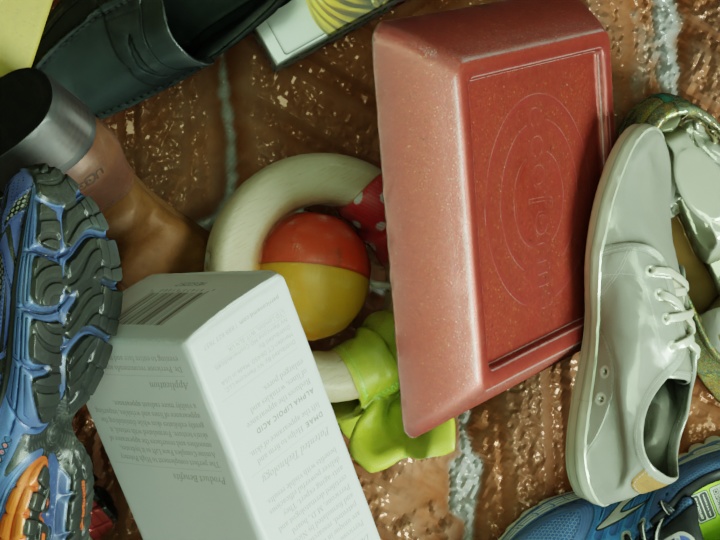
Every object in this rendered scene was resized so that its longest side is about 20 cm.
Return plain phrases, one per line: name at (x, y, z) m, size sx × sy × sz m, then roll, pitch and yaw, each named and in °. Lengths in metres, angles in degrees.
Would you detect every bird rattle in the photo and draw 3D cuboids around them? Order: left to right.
bird rattle at (0.000, 0.000, 0.938) m, size 0.162 × 0.113 × 0.202 m, roll 9°, pitch 92°, yaw -23°

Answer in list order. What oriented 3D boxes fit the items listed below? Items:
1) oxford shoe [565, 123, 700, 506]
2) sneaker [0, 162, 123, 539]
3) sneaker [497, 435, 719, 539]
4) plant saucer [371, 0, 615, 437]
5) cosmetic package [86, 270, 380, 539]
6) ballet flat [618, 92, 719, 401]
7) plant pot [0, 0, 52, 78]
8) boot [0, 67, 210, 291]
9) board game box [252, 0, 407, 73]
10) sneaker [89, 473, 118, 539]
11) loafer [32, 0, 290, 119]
oxford shoe at (0.150, 0.023, 0.938) m, size 0.057 × 0.075 × 0.202 m, roll 1°, pitch 80°, yaw 35°
sneaker at (-0.162, 0.050, 0.808) m, size 0.078 × 0.075 × 0.202 m, roll 12°, pitch 97°, yaw 20°
sneaker at (0.152, 0.148, 0.977) m, size 0.199 × 0.089 × 0.079 m, roll -28°, pitch 91°, yaw -6°
plant saucer at (0.081, -0.035, 0.915) m, size 0.036 × 0.200 × 0.201 m, roll 3°, pitch 103°, yaw 34°
cosmetic package at (-0.058, 0.105, 0.874) m, size 0.074 × 0.101 × 0.201 m, roll -36°, pitch 114°, yaw -39°
ballet flat at (0.199, -0.004, 0.997) m, size 0.070 × 0.071 × 0.201 m, roll -23°, pitch 92°, yaw -6°
plant pot at (-0.240, -0.169, 0.898) m, size 0.175 × 0.200 × 0.201 m, roll 18°, pitch 87°, yaw -17°
boot at (-0.178, -0.001, 0.914) m, size 0.188 × 0.200 × 0.069 m, roll -35°, pitch 54°, yaw 4°
board game box at (-0.041, -0.228, 0.990) m, size 0.126 × 0.035 × 0.201 m, roll -29°, pitch 92°, yaw -6°
sneaker at (-0.224, 0.091, 0.943) m, size 0.200 × 0.078 × 0.082 m, roll 43°, pitch 86°, yaw -4°
loafer at (-0.102, -0.132, 0.938) m, size 0.200 × 0.071 × 0.068 m, roll -33°, pitch 124°, yaw 16°
